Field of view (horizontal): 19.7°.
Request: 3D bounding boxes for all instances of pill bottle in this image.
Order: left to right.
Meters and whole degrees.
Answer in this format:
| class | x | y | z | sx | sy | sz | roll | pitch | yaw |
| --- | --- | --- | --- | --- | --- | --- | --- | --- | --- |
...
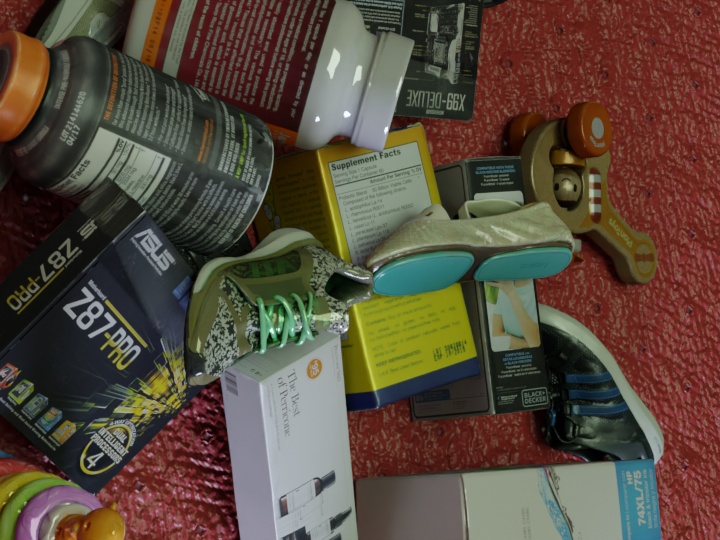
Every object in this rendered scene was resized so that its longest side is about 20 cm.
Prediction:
| class | x | y | z | sx | sy | sz | roll | pitch | yaw |
| --- | --- | --- | --- | --- | --- | --- | --- | --- | --- |
| pill bottle | -0.165 | -0.092 | 1.405 | 0.199 | 0.106 | 0.107 | 24 | 70 | -31 |
| pill bottle | -0.067 | -0.154 | 1.501 | 0.198 | 0.113 | 0.114 | 17 | 71 | -1 |

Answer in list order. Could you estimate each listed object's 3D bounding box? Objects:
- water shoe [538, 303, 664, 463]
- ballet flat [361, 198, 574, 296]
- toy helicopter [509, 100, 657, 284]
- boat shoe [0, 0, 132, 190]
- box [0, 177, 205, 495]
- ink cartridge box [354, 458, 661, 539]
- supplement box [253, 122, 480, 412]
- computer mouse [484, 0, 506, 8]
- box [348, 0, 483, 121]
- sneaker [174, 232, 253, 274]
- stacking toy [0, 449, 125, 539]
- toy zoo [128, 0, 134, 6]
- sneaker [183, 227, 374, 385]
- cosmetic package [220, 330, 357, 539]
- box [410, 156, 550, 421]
| class | x | y | z | sx | sy | sz | roll | pitch | yaw |
| --- | --- | --- | --- | --- | --- | --- | --- | --- | --- |
| water shoe | 0.182 | 0.112 | 1.739 | 0.200 | 0.071 | 0.079 | 47 | 62 | -21 |
| ballet flat | 0.073 | -0.021 | 1.558 | 0.199 | 0.068 | 0.063 | -3 | 58 | -36 |
| toy helicopter | 0.196 | -0.043 | 1.772 | 0.200 | 0.078 | 0.133 | 42 | 54 | -38 |
| boat shoe | -0.223 | -0.129 | 1.480 | 0.065 | 0.074 | 0.203 | 37 | 57 | -21 |
| box | -0.177 | 0.051 | 1.408 | 0.161 | 0.049 | 0.200 | -46 | 148 | -10 |
| ink cartridge box | 0.117 | 0.228 | 1.628 | 0.199 | 0.146 | 0.148 | 0 | 84 | -36 |
| supplement box | 0.000 | 0.000 | 1.599 | 0.108 | 0.109 | 0.202 | -15 | 93 | -36 |
| computer mouse | 0.045 | -0.273 | 1.704 | 0.199 | 0.046 | 0.142 | -21 | 107 | -31 |
| box | 0.007 | -0.203 | 1.628 | 0.198 | 0.050 | 0.159 | 0 | 97 | -35 |
| sneaker | -0.161 | -0.017 | 1.508 | 0.198 | 0.076 | 0.115 | -7 | 86 | -39 |
| stacking toy | -0.206 | 0.175 | 1.368 | 0.109 | 0.199 | 0.117 | 33 | 65 | -27 |
| toy zoo | -0.117 | -0.237 | 1.602 | 0.131 | 0.020 | 0.201 | 40 | 62 | -25 |
| sneaker | -0.053 | 0.024 | 1.426 | 0.200 | 0.088 | 0.078 | -40 | 134 | -54 |
| cosmetic package | -0.050 | 0.140 | 1.526 | 0.082 | 0.050 | 0.202 | -31 | 130 | -36 |
| box | 0.084 | 0.016 | 1.655 | 0.060 | 0.116 | 0.202 | -4 | 87 | -33 |
